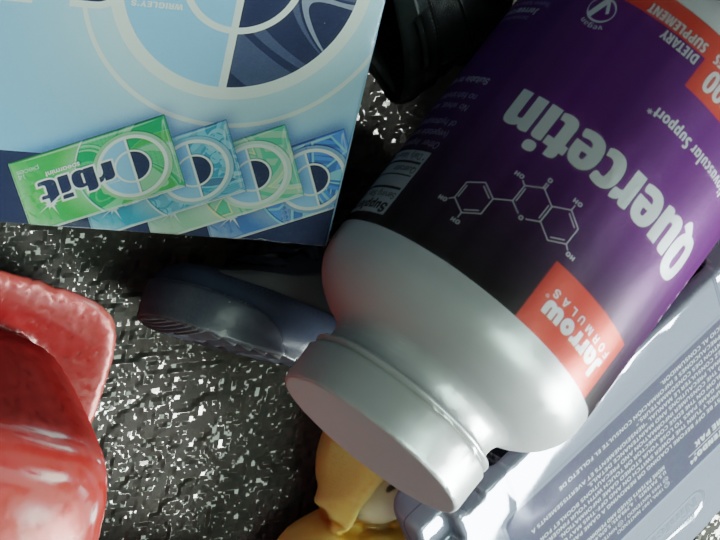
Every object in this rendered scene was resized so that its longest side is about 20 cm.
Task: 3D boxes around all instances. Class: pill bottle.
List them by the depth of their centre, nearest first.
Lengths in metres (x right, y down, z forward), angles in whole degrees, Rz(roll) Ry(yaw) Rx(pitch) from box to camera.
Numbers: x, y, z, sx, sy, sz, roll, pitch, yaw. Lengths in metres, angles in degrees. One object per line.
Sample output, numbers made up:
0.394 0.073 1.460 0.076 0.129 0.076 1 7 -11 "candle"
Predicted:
0.063 -0.015 0.906 0.200 0.112 0.113 -52 131 -14 "pill bottle"

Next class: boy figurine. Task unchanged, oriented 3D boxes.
0.008 0.137 1.048 0.124 0.064 0.201 -8 120 -30 "boy figurine"

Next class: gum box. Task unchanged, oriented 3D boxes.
-0.074 -0.109 0.830 0.169 0.045 0.201 3 120 -18 "gum box"

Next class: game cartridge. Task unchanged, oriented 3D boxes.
0.104 0.074 1.029 0.200 0.041 0.134 -41 135 -17 "game cartridge"

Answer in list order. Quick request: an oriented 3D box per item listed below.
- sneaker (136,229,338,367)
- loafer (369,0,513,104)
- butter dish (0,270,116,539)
0.000 0.000 0.981 0.199 0.070 0.083 8 92 -42 "sneaker"
-0.011 -0.136 0.894 0.071 0.068 0.201 -53 135 -13 "loafer"
-0.166 0.102 0.851 0.199 0.148 0.201 16 102 -40 "butter dish"
